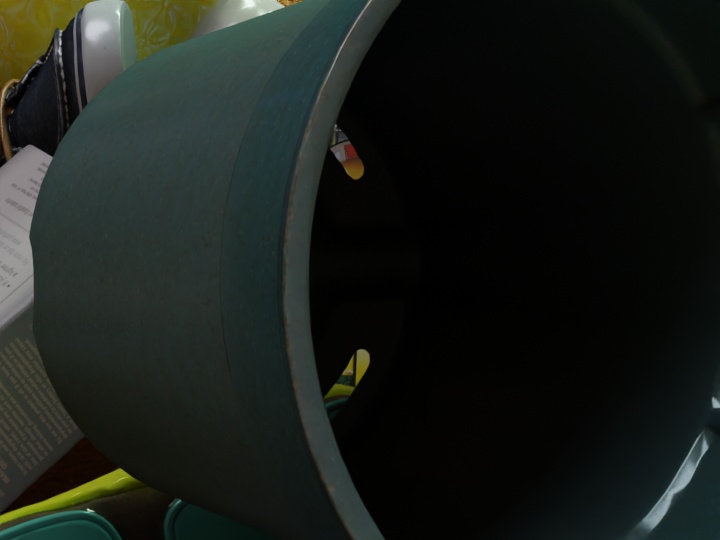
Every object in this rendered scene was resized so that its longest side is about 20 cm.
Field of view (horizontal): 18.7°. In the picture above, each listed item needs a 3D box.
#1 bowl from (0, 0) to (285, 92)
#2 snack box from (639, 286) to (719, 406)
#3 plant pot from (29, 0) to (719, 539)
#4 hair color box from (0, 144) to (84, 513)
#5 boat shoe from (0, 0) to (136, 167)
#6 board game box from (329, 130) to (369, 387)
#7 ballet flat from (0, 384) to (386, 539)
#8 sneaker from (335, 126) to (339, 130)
[{"bbox_3d":[-0.095,-0.114,1.030,0.107,0.201,0.200,32,46,15],"label":"bowl"},{"bbox_3d":[0.160,-0.010,0.640,0.067,0.202,0.168,15,1,-41],"label":"snack box"},{"bbox_3d":[0.011,0.000,0.622,0.200,0.201,0.195,-33,19,-29],"label":"plant pot"},{"bbox_3d":[-0.161,0.049,0.807,0.200,0.061,0.099,-42,33,-15],"label":"hair color box"},{"bbox_3d":[-0.138,-0.050,0.910,0.090,0.200,0.071,0,70,-8],"label":"boat shoe"},{"bbox_3d":[0.000,0.000,0.819,0.199,0.106,0.023,2,0,33],"label":"board game box"},{"bbox_3d":[-0.077,0.095,0.736,0.199,0.067,0.067,-25,7,-20],"label":"ballet flat"},{"bbox_3d":[0.018,-0.051,0.943,0.199,0.078,0.091,-3,38,40],"label":"sneaker"}]
